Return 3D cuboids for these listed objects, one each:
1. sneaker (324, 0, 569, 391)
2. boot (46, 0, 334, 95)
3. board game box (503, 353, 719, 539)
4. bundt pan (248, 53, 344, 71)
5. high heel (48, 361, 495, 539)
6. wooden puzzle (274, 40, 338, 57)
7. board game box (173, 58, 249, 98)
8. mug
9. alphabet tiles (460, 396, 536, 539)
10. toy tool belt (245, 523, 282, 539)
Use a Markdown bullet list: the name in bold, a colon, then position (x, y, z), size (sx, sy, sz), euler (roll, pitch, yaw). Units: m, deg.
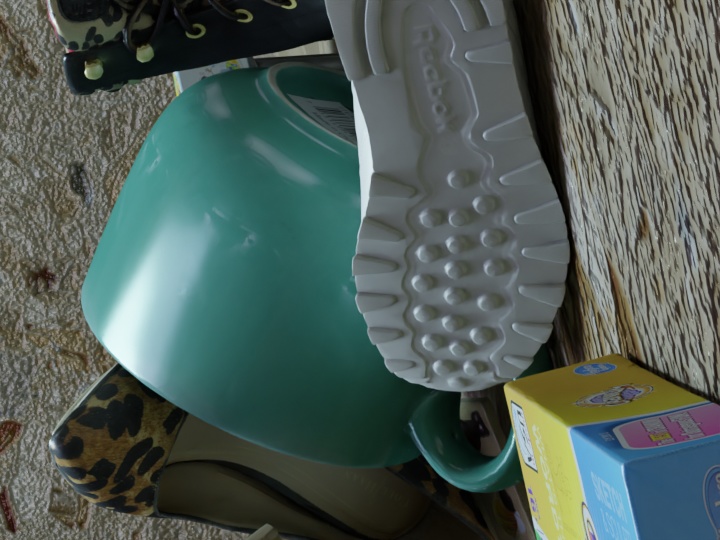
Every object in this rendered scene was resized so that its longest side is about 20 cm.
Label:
- **sneaker**: position (0.032, -0.050, 0.913), size (0.081, 0.076, 0.200), euler (-89, -5, -58)
- **boot**: position (-0.048, -0.116, 1.026), size (0.200, 0.150, 0.073), euler (-143, 40, -83)
- **board game box**: position (0.090, 0.109, 0.744), size (0.200, 0.040, 0.153), euler (-153, 50, -84)
- **bundt pan**: position (-0.002, -0.016, 1.290), size (0.202, 0.076, 0.202), euler (168, 90, -85)
- **high heel**: position (-0.029, 0.085, 1.043), size (0.072, 0.142, 0.200), euler (-66, -22, 10)
- **wooden puzzle**: position (-0.027, -0.174, 1.454), size (0.200, 0.037, 0.185), euler (90, 166, -49)
- **board game box**: position (-0.058, -0.022, 1.276), size (0.200, 0.034, 0.135), euler (93, 163, -74)
- **mug**: position (-0.004, -0.006, 1.030), size (0.152, 0.185, 0.115), euler (-89, 22, -69)
- **alphabet tiles**: position (0.027, 0.104, 1.164), size (0.200, 0.006, 0.167), euler (-8, 105, 65)
- **toy tool belt**: position (-0.055, 0.207, 0.999), size (0.125, 0.123, 0.200), euler (10, 116, 40)
